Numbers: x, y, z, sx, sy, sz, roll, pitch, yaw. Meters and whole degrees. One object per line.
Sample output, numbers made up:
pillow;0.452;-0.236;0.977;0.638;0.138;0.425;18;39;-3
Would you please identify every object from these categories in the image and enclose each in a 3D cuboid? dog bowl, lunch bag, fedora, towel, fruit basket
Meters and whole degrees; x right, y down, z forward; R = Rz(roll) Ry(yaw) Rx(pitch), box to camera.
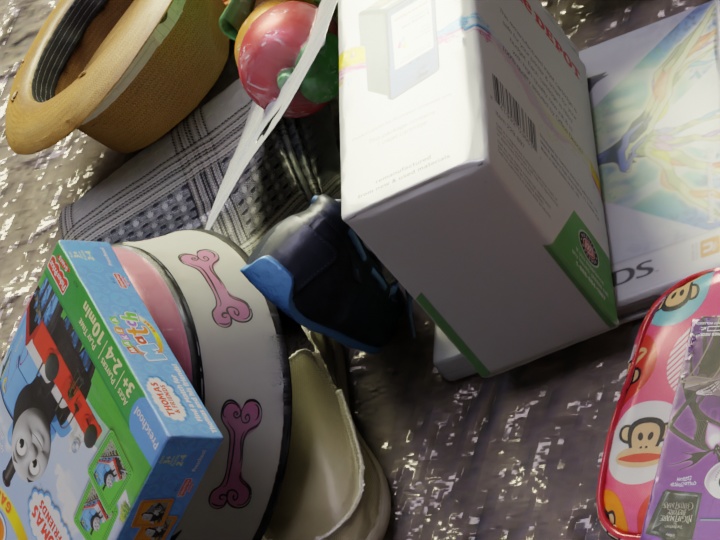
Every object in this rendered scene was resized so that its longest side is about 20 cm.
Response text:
dog bowl;-0.122;0.075;1.392;0.200;0.074;0.201;-8;80;54
lunch bag;0.209;0.080;1.181;0.199;0.082;0.177;-6;51;35
fedora;-0.141;-0.141;1.655;0.200;0.082;0.201;-38;28;25
towel;-0.094;-0.027;1.576;0.200;0.035;0.193;-32;39;11
fruit basket;-0.027;-0.134;1.509;0.185;0.093;0.200;125;163;-44

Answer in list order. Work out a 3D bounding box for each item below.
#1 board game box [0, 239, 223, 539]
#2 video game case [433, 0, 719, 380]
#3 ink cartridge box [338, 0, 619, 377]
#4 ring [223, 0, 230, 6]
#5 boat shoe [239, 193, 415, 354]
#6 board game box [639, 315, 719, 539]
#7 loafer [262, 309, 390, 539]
board game box;-0.151;0.109;1.336;0.151;0.036;0.200;55;129;40
video game case;0.125;-0.046;1.421;0.182;0.022;0.200;-20;43;25
ink cartridge box;0.060;-0.069;1.363;0.087;0.145;0.200;-23;43;23
ring;-0.079;-0.224;1.765;0.200;0.019;0.201;-22;42;21
boat shoe;0.000;0.000;1.371;0.069;0.084;0.200;-51;-6;5
board game box;0.223;0.072;1.106;0.199;0.032;0.120;-4;59;33
loafer;-0.039;0.086;1.395;0.076;0.068;0.200;-32;39;11
